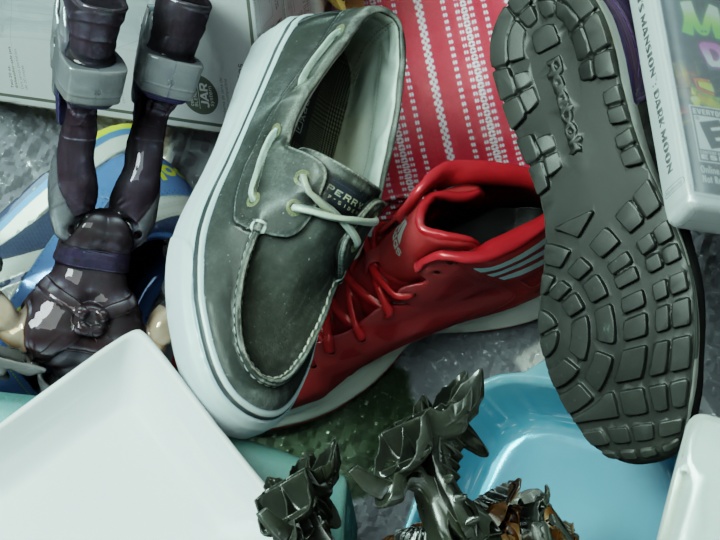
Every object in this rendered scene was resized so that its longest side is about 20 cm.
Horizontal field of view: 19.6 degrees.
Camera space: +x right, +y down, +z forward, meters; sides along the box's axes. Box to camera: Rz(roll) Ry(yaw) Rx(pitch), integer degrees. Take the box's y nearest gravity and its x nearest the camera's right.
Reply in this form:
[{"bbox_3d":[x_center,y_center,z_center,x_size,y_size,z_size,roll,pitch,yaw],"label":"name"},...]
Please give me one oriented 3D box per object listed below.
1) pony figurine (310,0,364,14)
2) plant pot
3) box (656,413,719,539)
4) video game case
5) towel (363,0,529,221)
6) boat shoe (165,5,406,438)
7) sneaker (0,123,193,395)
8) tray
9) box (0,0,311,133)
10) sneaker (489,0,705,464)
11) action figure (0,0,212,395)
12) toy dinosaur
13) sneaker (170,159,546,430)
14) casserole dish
[{"bbox_3d":[-0.040,-0.226,1.001,0.199,0.166,0.194,31,100,23],"label":"pony figurine"},{"bbox_3d":[-0.103,0.136,0.874,0.198,0.141,0.143,3,70,4],"label":"plant pot"},{"bbox_3d":[0.194,0.187,0.782,0.198,0.172,0.201,13,72,16],"label":"box"},{"bbox_3d":[0.204,-0.089,0.878,0.198,0.023,0.183,7,59,-23],"label":"video game case"},{"bbox_3d":[0.088,-0.106,0.990,0.198,0.023,0.146,-11,68,6],"label":"towel"},{"bbox_3d":[-0.027,-0.030,0.859,0.071,0.072,0.202,-20,50,43],"label":"boat shoe"},{"bbox_3d":[-0.149,0.023,0.956,0.200,0.074,0.082,-44,71,-7],"label":"sneaker"},{"bbox_3d":[-0.132,0.122,0.797,0.199,0.022,0.108,-37,75,-14],"label":"tray"},{"bbox_3d":[-0.125,-0.136,0.969,0.198,0.118,0.060,8,35,21],"label":"box"},{"bbox_3d":[0.120,-0.023,0.869,0.075,0.087,0.202,-14,82,39],"label":"sneaker"},{"bbox_3d":[-0.111,-0.022,0.893,0.129,0.069,0.202,6,104,-29],"label":"action figure"},{"bbox_3d":[0.034,0.119,0.762,0.102,0.200,0.136,-30,94,9],"label":"toy dinosaur"},{"bbox_3d":[0.000,0.000,0.914,0.199,0.116,0.079,-25,68,-1],"label":"sneaker"},{"bbox_3d":[0.072,0.135,0.880,0.120,0.039,0.202,9,72,34],"label":"casserole dish"}]
